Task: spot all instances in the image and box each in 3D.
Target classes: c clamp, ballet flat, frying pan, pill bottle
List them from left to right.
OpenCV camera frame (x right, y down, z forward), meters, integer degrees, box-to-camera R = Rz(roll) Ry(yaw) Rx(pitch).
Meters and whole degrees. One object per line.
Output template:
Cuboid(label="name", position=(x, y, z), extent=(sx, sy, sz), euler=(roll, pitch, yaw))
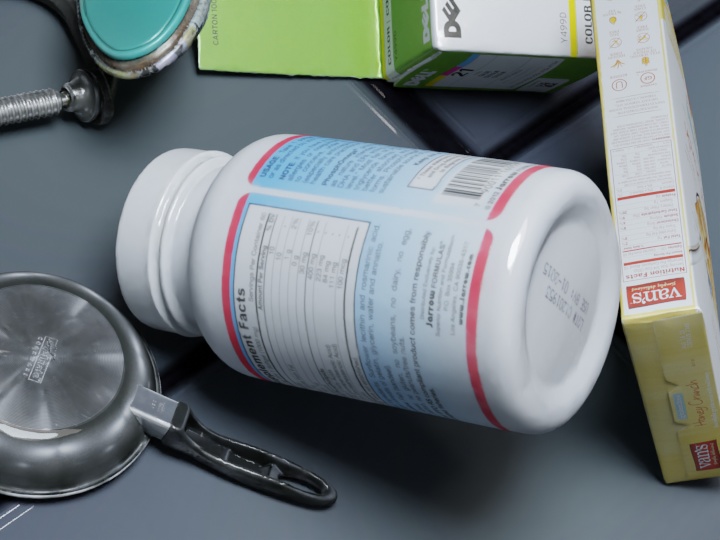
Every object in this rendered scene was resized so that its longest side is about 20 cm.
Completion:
Cuboid(label="c clamp", position=(-0.195, -0.086, 0.979), extent=(0.200, 0.027, 0.171), euler=(-19, 59, -30))
Cuboid(label="frying pan", position=(-0.112, 0.067, 0.899), extent=(0.190, 0.031, 0.115), euler=(37, 52, 11))
Cuboid(label="ballet flat", position=(-0.102, -0.148, 1.021), extent=(0.072, 0.072, 0.200), euler=(3, 44, -19))
Cuboid(label="pill bottle", position=(0.000, 0.000, 0.890), extent=(0.200, 0.109, 0.109), euler=(10, 43, 31))

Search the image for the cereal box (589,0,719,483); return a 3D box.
Cuboid(label="cereal box", position=(0.142, -0.021, 0.988), extent=(0.039, 0.144, 0.200), euler=(-9, 54, 11))

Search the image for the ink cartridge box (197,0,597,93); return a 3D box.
Cuboid(label="ink cartridge box", position=(0.021, -0.171, 1.055), extent=(0.200, 0.076, 0.148), euler=(0, 82, -22))
